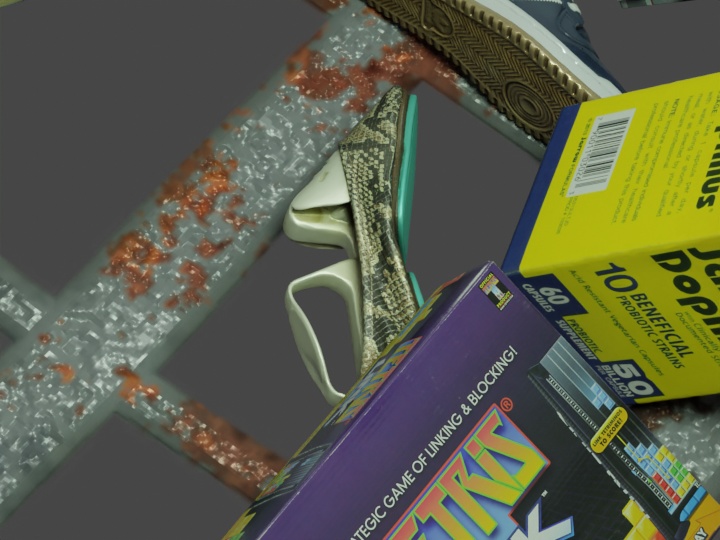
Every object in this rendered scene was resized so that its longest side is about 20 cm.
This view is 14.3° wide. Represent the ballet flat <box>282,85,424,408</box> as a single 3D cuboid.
[{"bbox_3d":[0.000,0.000,1.374,0.075,0.068,0.200,-5,63,-2],"label":"ballet flat"}]

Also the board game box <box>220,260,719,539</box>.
[{"bbox_3d":[0.047,0.123,1.274,0.165,0.057,0.200,47,60,-10],"label":"board game box"}]

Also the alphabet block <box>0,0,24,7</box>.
[{"bbox_3d":[-0.225,-0.250,1.405,0.196,0.200,0.196,-23,65,-21],"label":"alphabet block"}]

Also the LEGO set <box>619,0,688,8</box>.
[{"bbox_3d":[0.200,-0.221,1.480,0.200,0.116,0.154,-20,101,-29],"label":"LEGO set"}]

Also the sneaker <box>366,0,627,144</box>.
[{"bbox_3d":[0.085,-0.148,1.472,0.200,0.070,0.108,39,62,18],"label":"sneaker"}]

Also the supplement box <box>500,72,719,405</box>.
[{"bbox_3d":[0.184,-0.020,1.323,0.109,0.200,0.110,46,51,-32],"label":"supplement box"}]
